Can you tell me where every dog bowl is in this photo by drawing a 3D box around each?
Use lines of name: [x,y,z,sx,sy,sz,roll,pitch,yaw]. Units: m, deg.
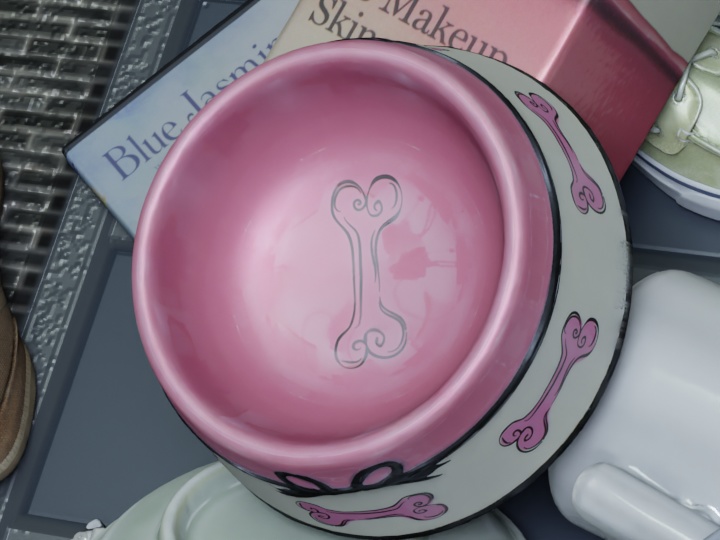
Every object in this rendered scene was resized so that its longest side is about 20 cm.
dog bowl: [0.000,0.000,1.130,0.200,0.074,0.201,-7,75,25]

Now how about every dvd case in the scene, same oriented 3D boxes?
dvd case: [-0.030,-0.036,1.339,0.143,0.018,0.200,-39,57,-5]

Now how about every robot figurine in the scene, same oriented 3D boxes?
robot figurine: [0.155,0.072,1.162,0.200,0.113,0.170,25,38,29]

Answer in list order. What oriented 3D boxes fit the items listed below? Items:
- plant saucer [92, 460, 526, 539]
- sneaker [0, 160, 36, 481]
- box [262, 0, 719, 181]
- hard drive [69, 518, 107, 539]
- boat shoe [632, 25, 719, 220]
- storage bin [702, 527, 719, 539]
plant saucer: [-0.026,0.118,1.176,0.199,0.050,0.200,-4,30,2]
sneaker: [-0.197,0.004,1.335,0.070,0.076,0.200,-16,58,8]
box: [0.042,-0.074,1.232,0.128,0.109,0.200,30,92,30]
hard drive: [-0.108,0.200,1.185,0.140,0.038,0.200,-42,40,-7]
boat shoe: [0.133,-0.080,1.285,0.200,0.062,0.072,28,73,29]
storage bin: [0.164,0.187,1.053,0.200,0.134,0.146,-40,49,20]
